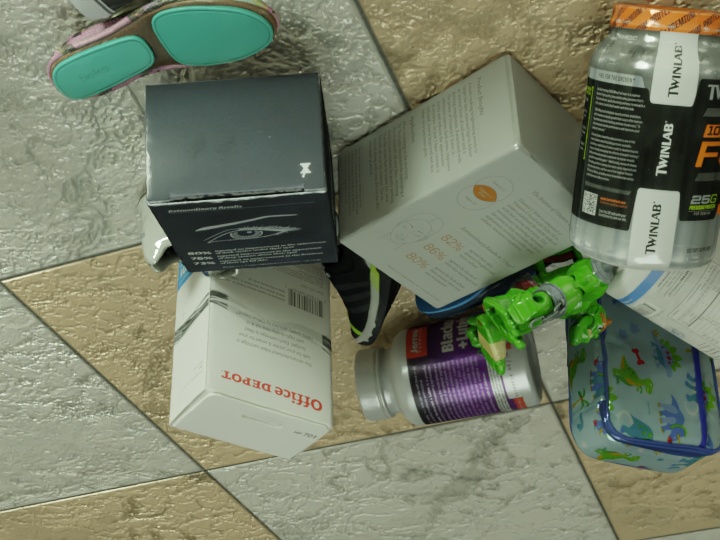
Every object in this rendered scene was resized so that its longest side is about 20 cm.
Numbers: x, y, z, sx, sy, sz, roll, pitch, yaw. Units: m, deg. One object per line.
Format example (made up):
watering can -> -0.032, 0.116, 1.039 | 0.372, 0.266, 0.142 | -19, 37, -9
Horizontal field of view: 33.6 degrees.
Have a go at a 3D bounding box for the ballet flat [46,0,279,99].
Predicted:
ballet flat -> -0.157, -0.191, 0.940 | 0.198, 0.072, 0.069 | -14, 137, 18

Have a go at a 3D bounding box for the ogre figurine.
ogre figurine -> 0.173, 0.032, 1.135 | 0.119, 0.099, 0.201 | -26, 153, -11

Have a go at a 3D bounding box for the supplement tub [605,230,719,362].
supplement tub -> 0.343, 0.011, 1.143 | 0.199, 0.133, 0.132 | 30, 139, -4

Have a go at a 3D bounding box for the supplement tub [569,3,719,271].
supplement tub -> 0.239, -0.109, 0.961 | 0.121, 0.123, 0.202 | 2, 106, -6

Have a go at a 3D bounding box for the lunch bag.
lunch bag -> 0.303, 0.106, 1.268 | 0.159, 0.202, 0.082 | 14, 149, -19

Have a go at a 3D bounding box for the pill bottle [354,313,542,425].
pill bottle -> 0.098, 0.113, 1.345 | 0.198, 0.112, 0.112 | -12, 144, 13

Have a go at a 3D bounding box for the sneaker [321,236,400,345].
sneaker -> 0.000, 0.000, 1.241 | 0.082, 0.072, 0.201 | 22, 144, 8

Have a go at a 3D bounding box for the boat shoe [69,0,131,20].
boat shoe -> -0.216, -0.259, 0.849 | 0.066, 0.070, 0.200 | -21, 142, 13

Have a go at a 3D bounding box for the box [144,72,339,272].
box -> -0.096, -0.078, 1.024 | 0.146, 0.106, 0.200 | -4, 163, -1

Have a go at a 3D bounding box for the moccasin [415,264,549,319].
moccasin -> 0.147, 0.003, 1.221 | 0.199, 0.081, 0.068 | -28, 142, 33

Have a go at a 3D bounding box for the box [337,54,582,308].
box -> 0.100, -0.074, 1.085 | 0.199, 0.107, 0.152 | -27, 138, 31

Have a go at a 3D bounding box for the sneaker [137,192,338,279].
sneaker -> -0.117, -0.032, 1.152 | 0.197, 0.088, 0.075 | -2, 151, 0

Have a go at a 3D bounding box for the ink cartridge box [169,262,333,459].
ink cartridge box -> -0.108, 0.070, 1.198 | 0.145, 0.202, 0.086 | 21, 139, -29
